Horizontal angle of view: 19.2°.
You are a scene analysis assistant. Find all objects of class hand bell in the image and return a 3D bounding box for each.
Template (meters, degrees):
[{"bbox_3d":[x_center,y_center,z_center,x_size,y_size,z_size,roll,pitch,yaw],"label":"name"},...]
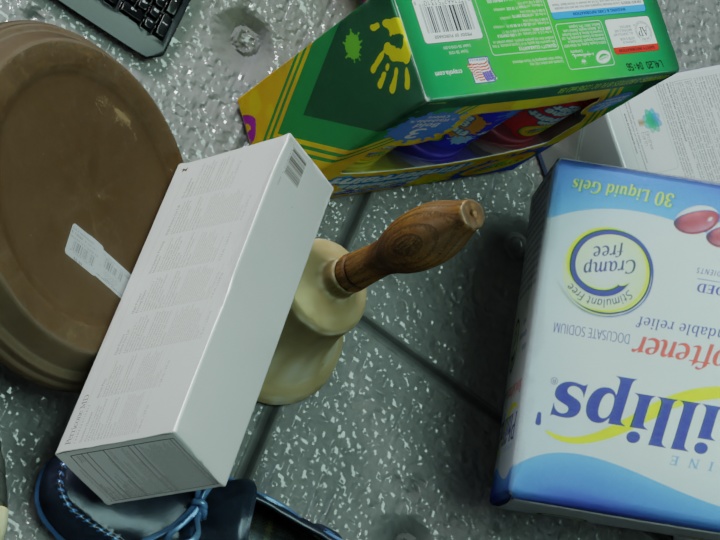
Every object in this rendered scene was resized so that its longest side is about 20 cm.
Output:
[{"bbox_3d":[0.000,0.000,1.148,0.104,0.200,0.105,12,68,-31],"label":"hand bell"}]

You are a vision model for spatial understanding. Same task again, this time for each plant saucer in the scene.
[{"bbox_3d":[-0.152,-0.037,1.123,0.200,0.029,0.202,22,62,-50],"label":"plant saucer"}]

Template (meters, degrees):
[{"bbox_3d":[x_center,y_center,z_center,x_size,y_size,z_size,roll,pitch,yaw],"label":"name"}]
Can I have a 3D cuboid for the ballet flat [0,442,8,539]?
[{"bbox_3d":[-0.216,0.051,1.067,0.066,0.057,0.202,-7,78,-36],"label":"ballet flat"}]

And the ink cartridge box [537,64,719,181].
[{"bbox_3d":[0.224,-0.059,1.407,0.199,0.076,0.137,-14,82,-36],"label":"ink cartridge box"}]

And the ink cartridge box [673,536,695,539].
[{"bbox_3d":[0.275,0.237,1.334,0.144,0.083,0.202,16,65,-30],"label":"ink cartridge box"}]

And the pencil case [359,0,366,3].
[{"bbox_3d":[0.032,-0.259,1.335,0.092,0.085,0.202,1,73,-18],"label":"pencil case"}]

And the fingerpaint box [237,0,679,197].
[{"bbox_3d":[0.057,-0.107,1.247,0.199,0.167,0.074,-10,78,-38],"label":"fingerpaint box"}]

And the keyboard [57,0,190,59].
[{"bbox_3d":[-0.172,-0.214,1.204,0.199,0.040,0.105,34,58,-23],"label":"keyboard"}]

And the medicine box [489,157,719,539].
[{"bbox_3d":[0.182,0.053,1.253,0.181,0.103,0.202,9,80,-1],"label":"medicine box"}]

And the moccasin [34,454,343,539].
[{"bbox_3d":[-0.073,0.132,1.132,0.199,0.068,0.081,20,63,-27],"label":"moccasin"}]

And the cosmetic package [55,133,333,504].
[{"bbox_3d":[-0.083,0.024,1.106,0.051,0.082,0.201,51,43,-35],"label":"cosmetic package"}]
